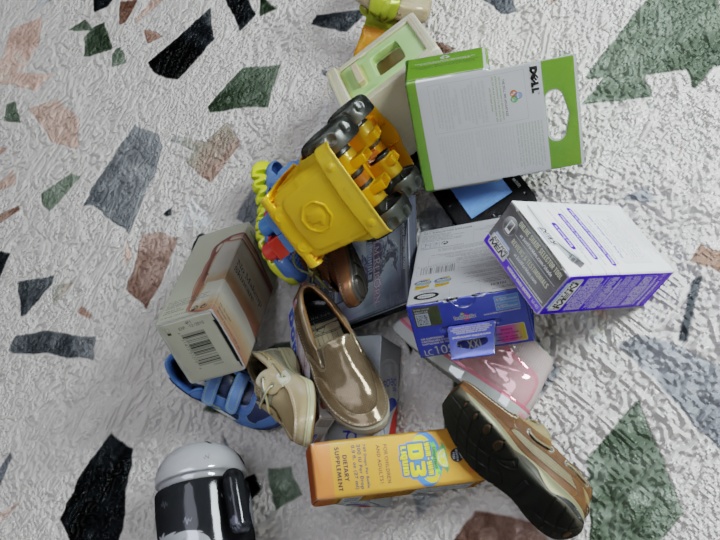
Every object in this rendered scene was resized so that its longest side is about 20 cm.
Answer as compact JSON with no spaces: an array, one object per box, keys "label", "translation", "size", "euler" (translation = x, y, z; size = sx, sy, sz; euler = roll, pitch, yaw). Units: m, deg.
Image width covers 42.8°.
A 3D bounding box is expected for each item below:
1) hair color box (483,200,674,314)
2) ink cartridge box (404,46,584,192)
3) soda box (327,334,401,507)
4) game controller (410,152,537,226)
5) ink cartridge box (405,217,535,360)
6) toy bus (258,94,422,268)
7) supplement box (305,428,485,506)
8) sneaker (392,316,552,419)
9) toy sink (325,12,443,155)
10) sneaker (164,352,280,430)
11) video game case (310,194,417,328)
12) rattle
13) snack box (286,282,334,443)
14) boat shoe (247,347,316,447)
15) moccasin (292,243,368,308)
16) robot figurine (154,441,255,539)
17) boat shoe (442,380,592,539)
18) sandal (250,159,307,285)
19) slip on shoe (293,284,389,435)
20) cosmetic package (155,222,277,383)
[{"label":"hair color box","translation":[0.242,-0.016,1.008],"size":[0.065,0.198,0.110],"euler":[-55,52,33]},{"label":"ink cartridge box","translation":[0.162,-0.190,1.114],"size":[0.197,0.149,0.076],"euler":[-8,32,9]},{"label":"soda box","translation":[0.004,0.185,1.131],"size":[0.067,0.063,0.203],"euler":[-6,68,26]},{"label":"game controller","translation":[0.144,-0.119,1.189],"size":[0.104,0.042,0.201],"euler":[-37,60,10]},{"label":"ink cartridge box","translation":[0.128,0.023,1.053],"size":[0.134,0.077,0.201],"euler":[-10,28,15]},{"label":"toy bus","translation":[-0.039,-0.093,1.099],"size":[0.191,0.136,0.201],"euler":[-32,16,27]},{"label":"supplement box","translation":[0.040,0.221,1.043],"size":[0.197,0.069,0.068],"euler":[-5,71,-12]},{"label":"sneaker","translation":[0.139,0.088,1.095],"size":[0.199,0.075,0.105],"euler":[32,85,29]},{"label":"toy sink","translation":[0.029,-0.226,1.222],"size":[0.199,0.112,0.131],"euler":[-35,35,11]},{"label":"sneaker","translation":[-0.180,0.156,1.225],"size":[0.198,0.082,0.075],"euler":[15,77,29]},{"label":"video game case","translation":[0.000,0.000,1.183],"size":[0.199,0.019,0.145],"euler":[-24,58,46]},{"label":"rattle","translation":[0.027,-0.389,1.359],"size":[0.128,0.144,0.201],"euler":[-12,44,-13]},{"label":"snack box","translation":[-0.065,0.117,1.170],"size":[0.072,0.024,0.202],"euler":[119,150,-46]},{"label":"boat shoe","translation":[-0.099,0.151,1.118],"size":[0.200,0.064,0.073],"euler":[-125,43,-63]},{"label":"moccasin","translation":[-0.047,-0.019,1.158],"size":[0.077,0.074,0.202],"euler":[-28,45,-4]},{"label":"robot figurine","translation":[-0.191,0.316,1.147],"size":[0.148,0.125,0.203],"euler":[-15,64,9]},{"label":"boat shoe","translation":[0.174,0.200,1.009],"size":[0.200,0.074,0.076],"euler":[48,138,4]},{"label":"sandal","translation":[-0.098,-0.077,1.274],"size":[0.086,0.079,0.203],"euler":[-20,65,20]},{"label":"slip on shoe","translation":[-0.026,0.102,1.094],"size":[0.075,0.061,0.201],"euler":[-19,56,-10]},{"label":"cosmetic package","translation":[-0.183,0.038,1.206],"size":[0.086,0.104,0.201],"euler":[-16,32,18]}]
